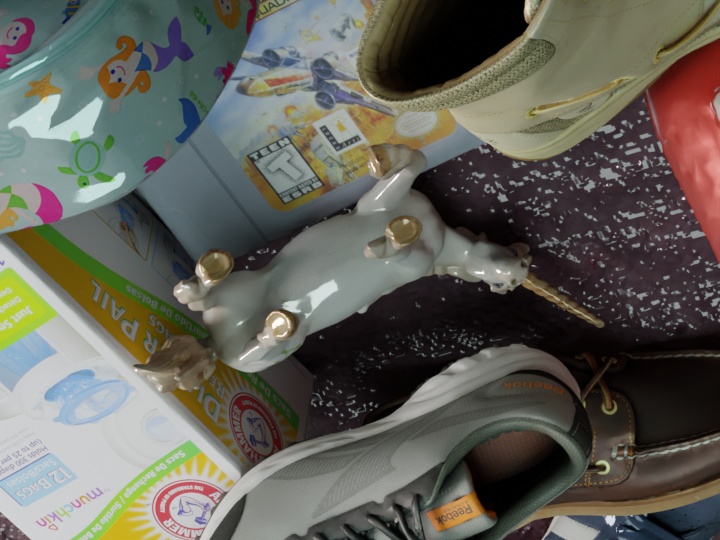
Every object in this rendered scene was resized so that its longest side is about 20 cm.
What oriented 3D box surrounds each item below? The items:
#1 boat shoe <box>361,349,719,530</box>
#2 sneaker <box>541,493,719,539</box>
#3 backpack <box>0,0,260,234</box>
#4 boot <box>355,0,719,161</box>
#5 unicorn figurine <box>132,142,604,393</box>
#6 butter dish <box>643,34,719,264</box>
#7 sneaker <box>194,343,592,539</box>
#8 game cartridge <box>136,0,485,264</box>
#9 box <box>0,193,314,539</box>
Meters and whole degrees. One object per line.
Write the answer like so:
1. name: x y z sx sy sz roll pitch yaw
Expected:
1. boat shoe: 0.097 0.072 1.253 0.199 0.071 0.070 -16 128 18
2. sneaker: 0.109 0.157 1.309 0.075 0.085 0.200 31 124 -17
3. backpack: -0.145 -0.096 1.074 0.199 0.178 0.151 -8 130 28
4. boot: 0.096 -0.124 1.037 0.200 0.155 0.073 -40 72 15
5. unicorn figurine: 0.000 0.000 1.171 0.199 0.074 0.137 -15 167 0
6. butter dish: 0.249 -0.044 1.112 0.200 0.148 0.200 -32 74 26
7. sneaker: 0.010 0.103 1.179 0.200 0.079 0.074 -33 112 0
8. game cartridge: -0.024 -0.088 1.166 0.200 0.042 0.133 -25 125 23
9. box: -0.126 0.042 1.234 0.112 0.102 0.200 -30 119 26
